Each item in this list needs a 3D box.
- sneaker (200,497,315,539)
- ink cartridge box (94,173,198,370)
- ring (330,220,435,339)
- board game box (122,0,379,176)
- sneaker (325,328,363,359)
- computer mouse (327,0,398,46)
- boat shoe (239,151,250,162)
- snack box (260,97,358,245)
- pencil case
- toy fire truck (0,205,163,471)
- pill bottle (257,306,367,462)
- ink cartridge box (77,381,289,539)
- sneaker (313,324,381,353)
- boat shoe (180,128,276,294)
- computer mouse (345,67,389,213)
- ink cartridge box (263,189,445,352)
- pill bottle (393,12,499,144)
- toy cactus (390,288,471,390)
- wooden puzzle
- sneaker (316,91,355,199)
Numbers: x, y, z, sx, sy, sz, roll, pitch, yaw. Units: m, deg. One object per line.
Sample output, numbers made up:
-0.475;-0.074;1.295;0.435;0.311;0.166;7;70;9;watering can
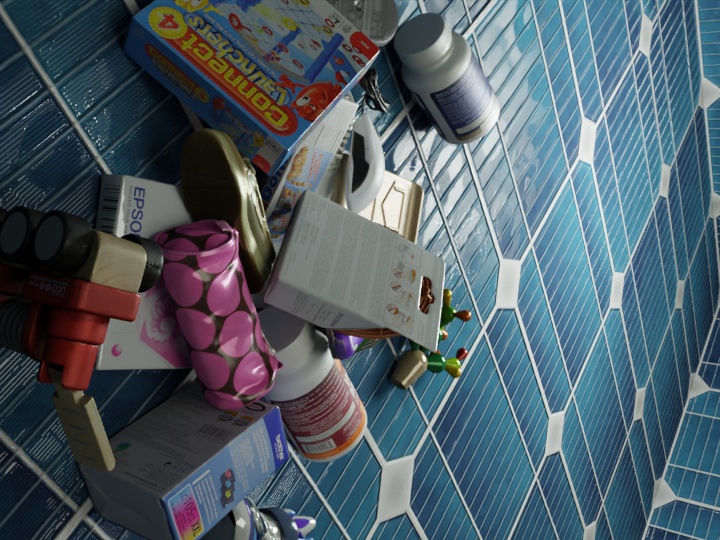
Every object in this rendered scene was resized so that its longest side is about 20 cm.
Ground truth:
-0.114;0.299;0.908;0.146;0.081;0.200;-13;144;-34;sneaker
-0.201;0.008;0.846;0.200;0.043;0.197;7;90;-53;ink cartridge box
0.000;0.000;0.948;0.200;0.200;0.019;-42;160;-42;ring
-0.109;-0.235;0.827;0.200;0.056;0.196;40;56;-7;board game box
0.014;0.038;0.972;0.200;0.099;0.070;-73;157;-59;sneaker
-0.033;-0.354;1.014;0.200;0.053;0.139;10;86;-44;computer mouse
-0.122;-0.195;0.905;0.074;0.076;0.200;40;70;-19;boat shoe
-0.073;-0.122;0.942;0.072;0.024;0.200;4;118;-55;snack box
-0.147;0.043;0.821;0.094;0.091;0.200;-21;120;-15;pencil case
-0.261;0.058;0.655;0.129;0.176;0.200;22;78;-54;toy fire truck
-0.073;0.144;0.987;0.110;0.109;0.200;-54;135;-34;pill bottle
-0.173;0.194;0.833;0.200;0.136;0.076;-37;126;-45;ink cartridge box
0.026;0.056;1.096;0.200;0.078;0.085;-28;152;-6;sneaker
-0.135;-0.068;0.837;0.063;0.073;0.201;-59;143;-45;boat shoe
0.014;-0.166;1.029;0.110;0.044;0.200;65;29;-71;computer mouse
0.000;0.008;0.907;0.200;0.047;0.160;26;42;-13;ink cartridge box
0.131;-0.295;1.192;0.200;0.111;0.111;46;60;-48;pill bottle
0.115;0.129;1.273;0.165;0.102;0.200;-51;143;-23;toy cactus
0.007;-0.057;1.123;0.200;0.046;0.186;12;85;-50;wooden puzzle
-0.048;-0.174;0.993;0.076;0.080;0.200;-14;109;-54;sneaker
